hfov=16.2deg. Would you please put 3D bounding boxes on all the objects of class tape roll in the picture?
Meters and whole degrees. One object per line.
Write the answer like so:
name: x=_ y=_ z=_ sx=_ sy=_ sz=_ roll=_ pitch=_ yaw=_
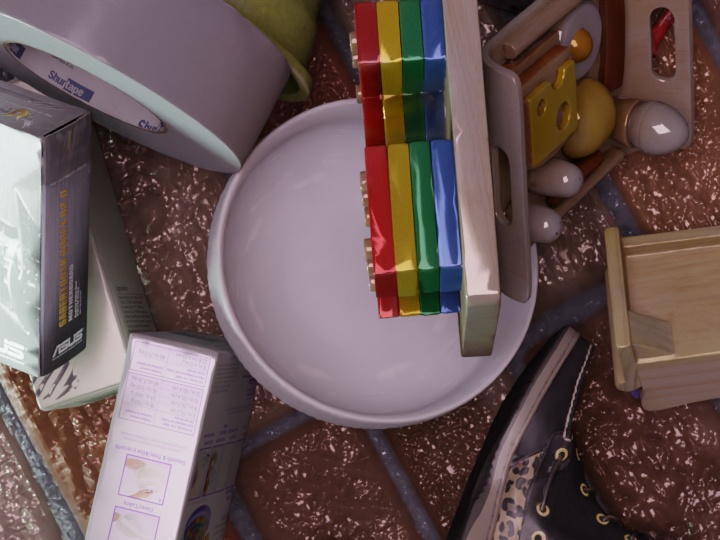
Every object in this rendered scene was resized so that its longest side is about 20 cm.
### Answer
tape roll: x=-0.142 y=-0.131 z=1.443 sx=0.200 sy=0.200 sz=0.066 roll=26 pitch=82 yaw=9

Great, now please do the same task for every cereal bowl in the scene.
cereal bowl: x=0.000 y=0.000 z=1.520 sx=0.200 sy=0.083 sz=0.200 roll=3 pitch=79 yaw=-18

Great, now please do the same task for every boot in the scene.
boot: x=0.139 y=0.148 z=1.514 sx=0.150 sy=0.073 sz=0.200 roll=25 pitch=69 yaw=-3

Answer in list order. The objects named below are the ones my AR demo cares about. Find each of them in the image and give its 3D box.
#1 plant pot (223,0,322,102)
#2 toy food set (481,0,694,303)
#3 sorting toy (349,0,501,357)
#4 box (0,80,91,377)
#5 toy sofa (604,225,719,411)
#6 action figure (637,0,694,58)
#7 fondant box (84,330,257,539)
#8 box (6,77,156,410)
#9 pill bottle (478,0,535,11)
plant pot: x=-0.077 y=-0.229 z=1.513 sx=0.200 sy=0.200 sz=0.184 roll=27 pitch=82 yaw=9
toy food set: x=0.135 y=-0.090 z=1.445 sx=0.060 sy=0.200 sz=0.144 roll=15 pitch=127 yaw=30
sorting toy: x=0.034 y=-0.062 z=1.406 sx=0.070 sy=0.199 sz=0.200 roll=-5 pitch=80 yaw=1
box: x=-0.250 y=-0.043 z=1.490 sx=0.200 sy=0.048 sz=0.159 roll=21 pitch=123 yaw=26
toy sofa: x=0.246 y=0.018 z=1.507 sx=0.200 sy=0.098 sz=0.083 roll=-8 pitch=63 yaw=9
action figure: x=0.218 y=-0.223 z=1.526 sx=0.065 sy=0.052 sz=0.200 roll=38 pitch=93 yaw=13
fondant box: x=-0.117 y=0.138 z=1.523 sx=0.058 sy=0.144 sz=0.200 roll=12 pitch=91 yaw=9
box: x=-0.186 y=-0.018 z=1.570 sx=0.068 sy=0.082 sz=0.200 roll=-18 pitch=85 yaw=10
pill bottle: x=0.085 y=-0.217 z=1.468 sx=0.113 sy=0.200 sz=0.113 roll=0 pitch=89 yaw=9
